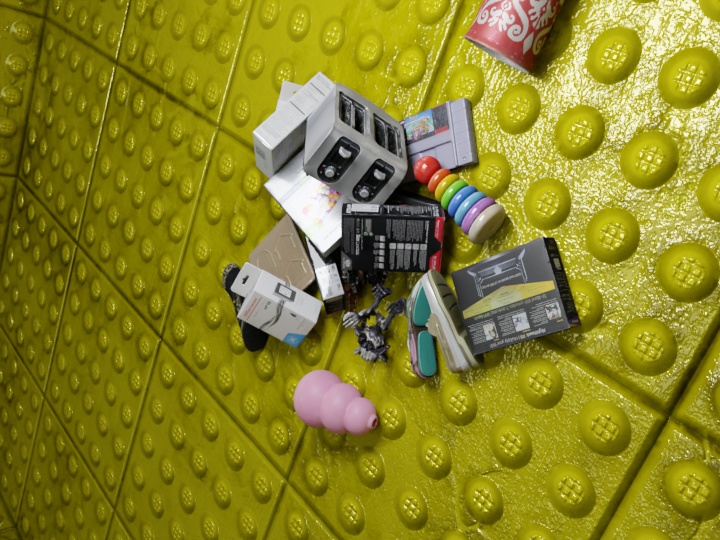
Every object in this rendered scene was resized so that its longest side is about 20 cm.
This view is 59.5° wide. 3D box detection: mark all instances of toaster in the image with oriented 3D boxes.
[{"bbox_3d":[-0.011,-0.241,1.220,0.119,0.179,0.202,-43,32,35],"label":"toaster"}]

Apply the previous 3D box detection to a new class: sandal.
[{"bbox_3d":[0.089,-0.134,1.273,0.198,0.074,0.046,22,113,37],"label":"sandal"}]

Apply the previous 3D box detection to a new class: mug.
[{"bbox_3d":[0.267,-0.471,1.076,0.177,0.132,0.202,41,112,32],"label":"mug"}]

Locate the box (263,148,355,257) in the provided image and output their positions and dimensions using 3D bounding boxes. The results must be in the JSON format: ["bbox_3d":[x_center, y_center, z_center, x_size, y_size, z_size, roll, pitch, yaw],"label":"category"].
[{"bbox_3d":[-0.082,-0.154,1.314,0.155,0.041,0.201,-41,78,-3],"label":"box"}]

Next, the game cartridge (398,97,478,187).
[{"bbox_3d":[0.137,-0.252,1.255,0.198,0.038,0.133,-12,86,41],"label":"game cartridge"}]

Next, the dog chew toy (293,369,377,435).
[{"bbox_3d":[-0.050,0.295,1.369,0.197,0.124,0.127,15,100,32],"label":"dog chew toy"}]

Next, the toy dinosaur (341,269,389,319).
[{"bbox_3d":[0.000,0.000,1.350,0.135,0.100,0.204,-159,55,-70],"label":"toy dinosaur"}]

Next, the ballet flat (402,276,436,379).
[{"bbox_3d":[0.116,0.113,1.257,0.071,0.068,0.205,-3,88,61],"label":"ballet flat"}]

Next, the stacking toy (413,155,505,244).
[{"bbox_3d":[0.176,-0.145,1.173,0.200,0.085,0.086,49,120,25],"label":"stacking toy"}]

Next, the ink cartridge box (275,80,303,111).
[{"bbox_3d":[-0.141,-0.318,1.447,0.066,0.115,0.204,25,107,39],"label":"ink cartridge box"}]

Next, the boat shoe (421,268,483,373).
[{"bbox_3d":[0.158,0.099,1.196,0.068,0.074,0.203,-30,77,30],"label":"boat shoe"}]

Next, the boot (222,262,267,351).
[{"bbox_3d":[-0.299,0.090,1.625,0.153,0.072,0.208,34,134,56],"label":"boot"}]

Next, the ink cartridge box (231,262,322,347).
[{"bbox_3d":[-0.202,0.081,1.436,0.116,0.198,0.067,-50,16,42],"label":"ink cartridge box"}]

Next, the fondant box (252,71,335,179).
[{"bbox_3d":[-0.135,-0.297,1.317,0.058,0.200,0.145,42,162,8],"label":"fondant box"}]

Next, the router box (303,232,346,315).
[{"bbox_3d":[-0.083,-0.017,1.381,0.050,0.149,0.204,-16,75,-5],"label":"router box"}]

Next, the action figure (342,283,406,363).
[{"bbox_3d":[0.019,0.124,1.295,0.119,0.101,0.202,48,135,27],"label":"action figure"}]

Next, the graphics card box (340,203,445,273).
[{"bbox_3d":[0.059,-0.061,1.212,0.195,0.051,0.128,1,123,1],"label":"graphics card box"}]

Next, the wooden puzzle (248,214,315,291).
[{"bbox_3d":[-0.187,-0.009,1.539,0.185,0.046,0.203,-41,60,34],"label":"wooden puzzle"}]

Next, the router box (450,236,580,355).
[{"bbox_3d":[0.270,0.049,1.120,0.198,0.052,0.160,-23,75,39],"label":"router box"}]
